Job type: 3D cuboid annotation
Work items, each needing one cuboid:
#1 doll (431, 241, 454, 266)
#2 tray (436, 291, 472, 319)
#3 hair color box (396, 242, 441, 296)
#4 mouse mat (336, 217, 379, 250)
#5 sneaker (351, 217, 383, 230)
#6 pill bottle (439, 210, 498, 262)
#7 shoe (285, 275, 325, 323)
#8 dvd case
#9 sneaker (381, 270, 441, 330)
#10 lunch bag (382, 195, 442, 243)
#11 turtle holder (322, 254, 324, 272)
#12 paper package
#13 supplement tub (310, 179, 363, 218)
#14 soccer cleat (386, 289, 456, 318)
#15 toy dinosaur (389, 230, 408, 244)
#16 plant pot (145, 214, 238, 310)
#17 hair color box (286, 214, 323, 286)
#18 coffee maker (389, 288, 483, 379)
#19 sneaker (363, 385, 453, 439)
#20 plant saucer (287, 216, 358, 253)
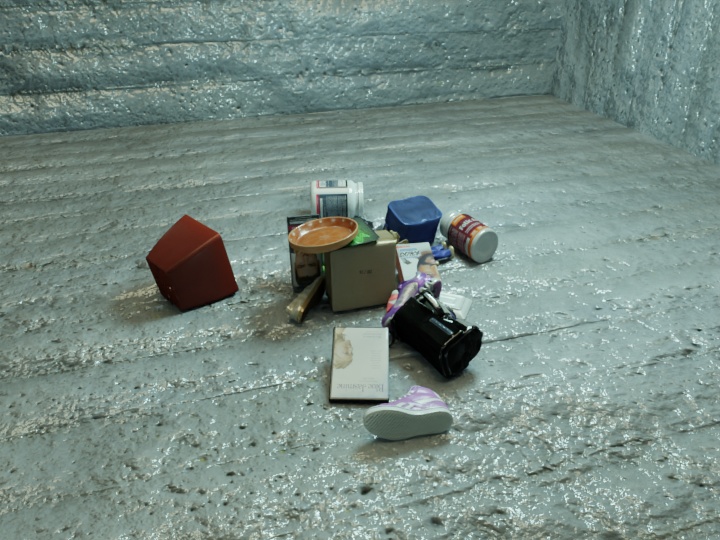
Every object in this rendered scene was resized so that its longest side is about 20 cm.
[{"bbox_3d":[0.210,-0.041,1.898,0.195,0.050,0.136,-17,32,-28],"label":"doll"},{"bbox_3d":[0.217,0.086,1.701,0.193,0.023,0.108,11,32,19],"label":"tray"},{"bbox_3d":[0.167,-0.003,1.753,0.107,0.066,0.203,-4,36,-4],"label":"hair color box"},{"bbox_3d":[-0.045,-0.105,1.664,0.156,0.008,0.200,-14,27,-13],"label":"mouse mat"},{"bbox_3d":[-0.012,-0.124,2.024,0.111,0.078,0.198,17,27,29],"label":"sneaker"},{"bbox_3d":[0.355,-0.119,1.968,0.111,0.118,0.200,-15,32,-25],"label":"pill bottle"},{"bbox_3d":[-0.149,0.071,1.675,0.052,0.072,0.201,17,35,13],"label":"shoe"},{"bbox_3d":[-0.001,0.220,1.402,0.137,0.018,0.205,1,49,1],"label":"dvd case"},{"bbox_3d":[0.123,0.078,1.575,0.199,0.081,0.088,-42,57,-13],"label":"sneaker"},{"bbox_3d":[0.167,-0.152,2.014,0.194,0.135,0.137,-13,46,-24],"label":"lunch bag"},{"bbox_3d":[-0.094,-0.077,1.866,0.127,0.146,0.187,6,28,9],"label":"turtle holder"},{"bbox_3d":[0.000,0.000,1.674,0.193,0.197,0.104,-8,24,-14],"label":"paper package"},{"bbox_3d":[-0.088,-0.261,2.193,0.192,0.145,0.142,-1,28,-3],"label":"supplement tub"},{"bbox_3d":[0.164,0.115,1.619,0.194,0.069,0.074,17,56,21],"label":"soccer cleat"},{"bbox_3d":[0.119,-0.054,1.884,0.101,0.200,0.058,-46,64,-2],"label":"toy dinosaur"},{"bbox_3d":[-0.496,-0.007,1.708,0.197,0.205,0.175,26,50,39],"label":"plant pot"},{"bbox_3d":[-0.165,-0.060,1.768,0.095,0.208,0.061,-5,6,-10],"label":"hair color box"},{"bbox_3d":[0.174,0.172,1.462,0.194,0.134,0.199,-50,41,-2],"label":"coffee maker"},{"bbox_3d":[0.091,0.300,1.279,0.193,0.075,0.115,4,23,-15],"label":"sneaker"},{"bbox_3d":[-0.100,-0.094,1.612,0.193,0.033,0.202,-8,26,4],"label":"plant saucer"}]
